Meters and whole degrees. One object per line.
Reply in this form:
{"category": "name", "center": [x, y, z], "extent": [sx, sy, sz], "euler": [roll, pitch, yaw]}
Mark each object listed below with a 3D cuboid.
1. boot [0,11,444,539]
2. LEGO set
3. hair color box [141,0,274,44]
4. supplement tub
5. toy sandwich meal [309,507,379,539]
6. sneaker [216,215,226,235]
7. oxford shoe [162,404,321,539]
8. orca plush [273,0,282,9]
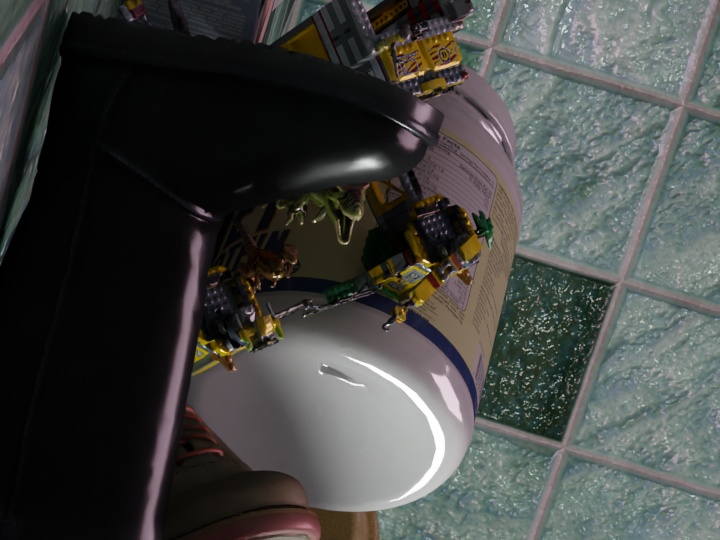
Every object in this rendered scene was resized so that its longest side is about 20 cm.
{"category": "boot", "center": [-0.065, 0.020, 0.938], "extent": [0.066, 0.164, 0.201], "euler": [25, 80, -53]}
{"category": "LEGO set", "center": [-0.016, -0.046, 1.114], "extent": [0.116, 0.199, 0.155], "euler": [-29, -106, 49]}
{"category": "hair color box", "center": [-0.061, -0.158, 1.179], "extent": [0.200, 0.060, 0.099], "euler": [109, -3, -55]}
{"category": "supplement tub", "center": [0.000, 0.000, 1.289], "extent": [0.145, 0.144, 0.201], "euler": [108, -1, -50]}
{"category": "toy sandwich meal", "center": [-0.086, 0.158, 1.401], "extent": [0.071, 0.204, 0.206], "euler": [91, 11, -48]}
{"category": "sneaker", "center": [-0.086, -0.062, 1.309], "extent": [0.090, 0.067, 0.201], "euler": [94, 8, -69]}
{"category": "oxford shoe", "center": [-0.077, 0.085, 1.026], "extent": [0.200, 0.070, 0.075], "euler": [-15, -103, 59]}
{"category": "orca plush", "center": [-0.065, -0.203, 1.392], "extent": [0.105, 0.071, 0.200], "euler": [-30, 163, -5]}
